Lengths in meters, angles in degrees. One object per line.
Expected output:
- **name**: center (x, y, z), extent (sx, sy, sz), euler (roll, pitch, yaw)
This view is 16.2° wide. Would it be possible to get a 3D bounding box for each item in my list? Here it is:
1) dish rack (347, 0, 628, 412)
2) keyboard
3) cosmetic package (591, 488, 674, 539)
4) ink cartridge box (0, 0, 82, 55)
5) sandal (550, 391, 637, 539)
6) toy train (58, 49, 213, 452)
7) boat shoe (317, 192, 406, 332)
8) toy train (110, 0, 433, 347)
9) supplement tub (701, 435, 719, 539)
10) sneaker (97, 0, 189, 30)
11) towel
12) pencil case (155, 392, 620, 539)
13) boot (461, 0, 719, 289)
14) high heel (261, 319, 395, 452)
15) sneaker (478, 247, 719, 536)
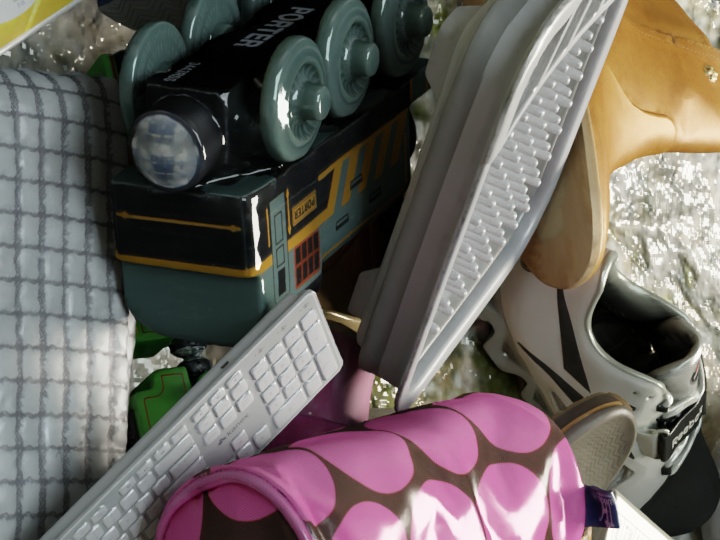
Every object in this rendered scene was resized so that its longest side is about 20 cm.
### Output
- **dish rack**: center (0.054, -0.056, 1.016), extent (0.172, 0.043, 0.201), euler (-52, 164, -50)
- **keyboard**: center (-0.080, 0.089, 0.903), extent (0.200, 0.011, 0.056), euler (-45, 144, -15)
- **cosmetic package**: center (0.137, 0.196, 1.217), extent (0.200, 0.071, 0.106), euler (43, 56, -36)
- **ink cartridge box**: center (-0.120, -0.200, 0.891), extent (0.198, 0.047, 0.201), euler (-41, 118, -40)
- **sandal**: center (0.062, 0.142, 1.101), extent (0.200, 0.054, 0.082), euler (-49, 153, -15)
- **toy train**: center (-0.086, 0.007, 0.994), extent (0.056, 0.042, 0.201), euler (-7, 73, -27)
- **boat shoe**: center (0.000, 0.000, 1.097), extent (0.199, 0.062, 0.074), euler (-11, 93, -47)
- **toy train**: center (-0.031, -0.052, 0.975), extent (0.200, 0.085, 0.115), euler (-43, 136, -59)
- **supplement tub**: center (0.288, 0.122, 1.335), extent (0.199, 0.144, 0.145), euler (-6, 90, -47)
- **sneaker**: center (-0.106, -0.203, 1.006), extent (0.200, 0.080, 0.115), euler (56, 41, -27)
- **towel**: center (-0.160, 0.026, 0.910), extent (0.165, 0.085, 0.201), euler (2, 85, -51)
- **pencil case**: center (0.011, 0.103, 0.953), extent (0.200, 0.090, 0.094), euler (-9, 92, -54)
- **boot**: center (0.127, -0.070, 1.198), extent (0.143, 0.071, 0.202), euler (14, 50, -35)
- **high heel**: center (0.014, 0.100, 1.085), extent (0.200, 0.067, 0.096), euler (46, 54, -56)
- **sneaker**: center (0.136, 0.062, 1.221), extent (0.200, 0.088, 0.074), euler (49, 52, -34)
